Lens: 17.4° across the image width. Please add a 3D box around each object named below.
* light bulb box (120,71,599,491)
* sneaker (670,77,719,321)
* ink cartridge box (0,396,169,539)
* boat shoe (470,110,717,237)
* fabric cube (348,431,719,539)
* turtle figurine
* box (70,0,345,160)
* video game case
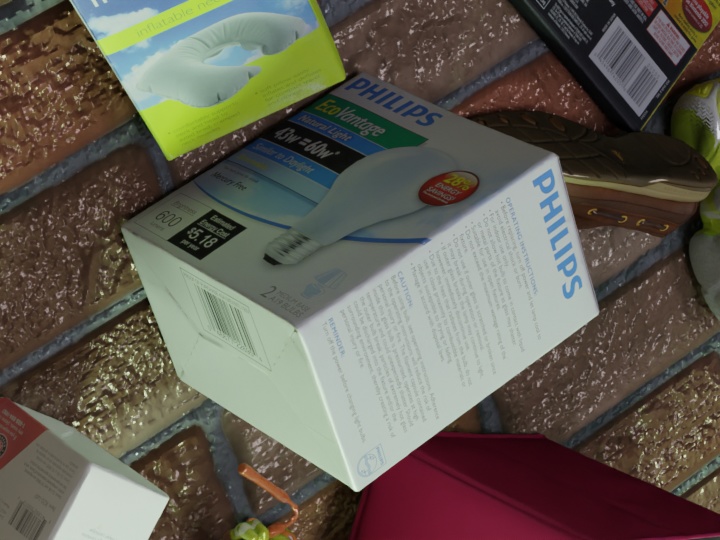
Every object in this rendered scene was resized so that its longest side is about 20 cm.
[{"bbox_3d":[0.000,0.000,1.423,0.200,0.198,0.125,-34,126,-24],"label":"light bulb box"},{"bbox_3d":[0.291,-0.053,1.707,0.105,0.076,0.201,-29,121,-26],"label":"sneaker"},{"bbox_3d":[-0.209,0.191,1.388,0.067,0.116,0.201,29,89,-41],"label":"ink cartridge box"},{"bbox_3d":[0.149,-0.058,1.597,0.199,0.072,0.068,7,125,-30],"label":"boat shoe"},{"bbox_3d":[0.115,0.231,1.577,0.199,0.199,0.198,5,105,-49],"label":"fabric cube"},{"bbox_3d":[-0.080,0.221,1.525,0.162,0.064,0.200,-63,153,-27],"label":"turtle figurine"},{"bbox_3d":[-0.091,-0.152,1.324,0.121,0.048,0.200,-24,148,3],"label":"box"},{"bbox_3d":[0.183,-0.221,1.594,0.181,0.025,0.200,-53,129,-9],"label":"video game case"}]
